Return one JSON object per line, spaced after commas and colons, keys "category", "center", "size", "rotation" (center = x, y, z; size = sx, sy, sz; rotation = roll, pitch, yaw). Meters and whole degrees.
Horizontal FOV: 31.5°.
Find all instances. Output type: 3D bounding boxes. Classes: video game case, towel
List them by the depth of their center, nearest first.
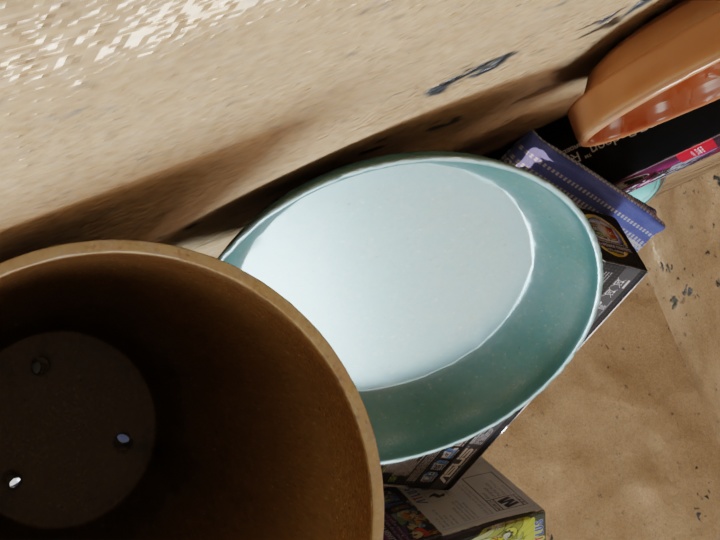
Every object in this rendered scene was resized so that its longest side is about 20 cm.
{"category": "towel", "center": [0.066, 0.011, 0.736], "size": [0.200, 0.024, 0.144], "rotation": [-44, 139, 22]}
{"category": "video game case", "center": [-0.006, 0.148, 0.822], "size": [0.179, 0.036, 0.200], "rotation": [-12, -160, -21]}

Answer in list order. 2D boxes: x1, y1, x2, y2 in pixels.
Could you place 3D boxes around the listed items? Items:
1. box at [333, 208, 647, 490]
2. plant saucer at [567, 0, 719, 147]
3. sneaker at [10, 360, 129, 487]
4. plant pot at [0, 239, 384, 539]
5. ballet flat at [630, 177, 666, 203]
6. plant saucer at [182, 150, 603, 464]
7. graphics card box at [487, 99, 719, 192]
{"category": "box", "center": [0.038, 0.041, 0.701], "size": [0.159, 0.045, 0.201], "rotation": [11, 129, -36]}
{"category": "plant saucer", "center": [0.182, -0.110, 0.561], "size": [0.198, 0.033, 0.200], "rotation": [-24, 177, -1]}
{"category": "sneaker", "center": [-0.180, 0.126, 0.650], "size": [0.070, 0.202, 0.108], "rotation": [24, 173, 43]}
{"category": "plant pot", "center": [-0.111, 0.078, 0.500], "size": [0.184, 0.189, 0.200], "rotation": [-22, -169, -17]}
{"category": "ballet flat", "center": [0.119, -0.051, 0.898], "size": [0.198, 0.068, 0.064], "rotation": [-24, -156, 23]}
{"category": "plant saucer", "center": [0.014, 0.015, 0.596], "size": [0.197, 0.036, 0.202], "rotation": [-8, 135, -8]}
{"category": "graphics card box", "center": [0.159, -0.074, 0.774], "size": [0.198, 0.051, 0.125], "rotation": [-24, 175, 17]}
